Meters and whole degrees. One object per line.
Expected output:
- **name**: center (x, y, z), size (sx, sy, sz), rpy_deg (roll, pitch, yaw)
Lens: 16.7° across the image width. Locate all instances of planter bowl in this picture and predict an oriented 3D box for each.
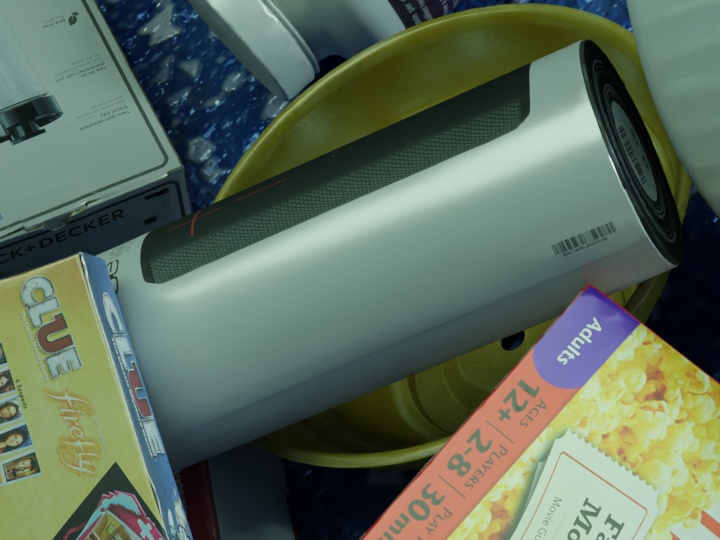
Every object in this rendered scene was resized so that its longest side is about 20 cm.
- **planter bowl**: center (0.041, 0.006, 0.892), size (0.200, 0.083, 0.201), rpy_deg (-19, 46, 20)

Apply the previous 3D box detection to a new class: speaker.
- **speaker**: center (0.000, 0.000, 0.806), size (0.200, 0.081, 0.081), rpy_deg (-23, 45, 17)

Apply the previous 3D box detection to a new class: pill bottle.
- **pill bottle**: center (0.017, -0.166, 1.029), size (0.200, 0.112, 0.112), rpy_deg (-42, 43, -4)

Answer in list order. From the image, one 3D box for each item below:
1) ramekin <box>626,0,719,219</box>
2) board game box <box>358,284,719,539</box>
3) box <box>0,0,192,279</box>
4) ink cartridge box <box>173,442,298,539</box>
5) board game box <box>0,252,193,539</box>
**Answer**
- **ramekin**: center (0.169, -0.095, 0.814), size (0.098, 0.200, 0.201), rpy_deg (-14, 48, 35)
- **board game box**: center (0.096, 0.123, 0.728), size (0.200, 0.046, 0.152), rpy_deg (38, 80, 20)
- **box**: center (-0.162, -0.078, 1.055), size (0.117, 0.060, 0.200), rpy_deg (-23, 58, -12)
- **ink cartridge box**: center (-0.129, 0.111, 0.919), size (0.200, 0.083, 0.146), rpy_deg (-26, 45, 12)
- **board game box**: center (-0.116, 0.110, 0.770), size (0.135, 0.035, 0.200), rpy_deg (-18, 84, 5)
